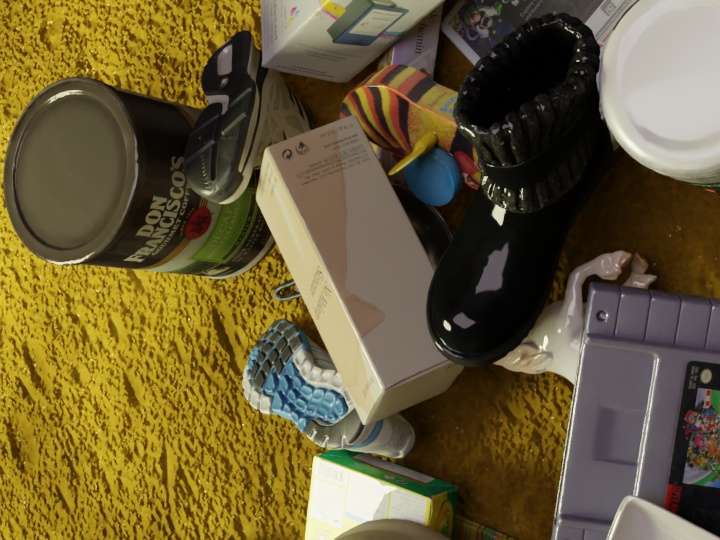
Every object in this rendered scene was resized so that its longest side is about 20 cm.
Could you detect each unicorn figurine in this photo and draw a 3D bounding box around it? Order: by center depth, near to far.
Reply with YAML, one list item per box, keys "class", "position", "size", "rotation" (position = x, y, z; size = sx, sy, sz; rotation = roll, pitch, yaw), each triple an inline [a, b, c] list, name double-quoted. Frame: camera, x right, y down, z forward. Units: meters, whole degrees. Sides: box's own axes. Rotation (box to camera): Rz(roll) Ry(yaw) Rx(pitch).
- class: "unicorn figurine"
  position: [0.169, 0.053, 1.034]
  size: [0.137, 0.074, 0.201]
  rotation: [-45, 62, 17]

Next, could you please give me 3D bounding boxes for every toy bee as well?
- class: "toy bee"
  position: [0.084, -0.103, 1.067]
  size: [0.198, 0.132, 0.109]
  rotation: [22, 138, -4]

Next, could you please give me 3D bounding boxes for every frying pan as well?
- class: "frying pan"
  position: [-0.008, -0.016, 1.156]
  size: [0.188, 0.031, 0.116]
  rotation: [4, 116, 30]

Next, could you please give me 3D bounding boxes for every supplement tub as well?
- class: "supplement tub"
  position: [0.241, -0.111, 0.922]
  size: [0.121, 0.199, 0.124]
  rotation: [-2, 86, 30]

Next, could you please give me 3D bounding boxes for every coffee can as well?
- class: "coffee can"
  position: [-0.176, -0.072, 1.191]
  size: [0.145, 0.199, 0.148]
  rotation: [-2, 85, 32]

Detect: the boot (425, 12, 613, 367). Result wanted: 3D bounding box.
- class: "boot"
  position: [0.095, -0.050, 0.934]
  size: [0.079, 0.158, 0.213]
  rotation: [23, 80, 20]

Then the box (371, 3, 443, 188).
- class: "box"
  position: [0.037, -0.166, 1.148]
  size: [0.041, 0.038, 0.203]
  rotation: [-167, 85, -71]

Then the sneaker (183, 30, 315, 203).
- class: "sneaker"
  position: [-0.074, -0.102, 1.150]
  size: [0.075, 0.115, 0.202]
  rotation: [-33, 32, 26]

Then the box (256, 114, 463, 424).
- class: "box"
  position: [0.000, 0.000, 1.049]
  size: [0.077, 0.095, 0.202]
  rotation: [-21, 72, -17]

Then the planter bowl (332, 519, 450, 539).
- class: "planter bowl"
  position: [-0.001, 0.296, 1.027]
  size: [0.198, 0.134, 0.203]
  rotation: [6, 100, 34]

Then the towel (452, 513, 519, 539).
- class: "towel"
  position: [0.048, 0.228, 1.131]
  size: [0.198, 0.018, 0.087]
  rotation: [18, 95, 33]

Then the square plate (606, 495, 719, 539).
- class: "square plate"
  position: [0.238, 0.276, 0.966]
  size: [0.198, 0.028, 0.200]
  rotation: [23, 106, 15]

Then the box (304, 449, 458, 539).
- class: "box"
  position: [0.009, 0.253, 1.123]
  size: [0.116, 0.048, 0.203]
  rotation: [15, 103, 33]

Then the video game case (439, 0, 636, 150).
- class: "video game case"
  position: [0.178, -0.204, 1.079]
  size: [0.200, 0.023, 0.182]
  rotation: [-50, 63, 21]

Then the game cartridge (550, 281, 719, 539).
- class: "game cartridge"
  position: [0.206, 0.115, 0.980]
  size: [0.128, 0.038, 0.203]
  rotation: [8, 102, 7]

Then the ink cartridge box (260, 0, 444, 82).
- class: "ink cartridge box"
  position: [-0.002, -0.255, 1.104]
  size: [0.199, 0.087, 0.147]
  rotation: [-28, 60, 56]

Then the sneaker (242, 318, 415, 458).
- class: "sneaker"
  position: [-0.026, 0.106, 1.159]
  size: [0.075, 0.086, 0.200]
  rotation: [-59, 36, 3]
